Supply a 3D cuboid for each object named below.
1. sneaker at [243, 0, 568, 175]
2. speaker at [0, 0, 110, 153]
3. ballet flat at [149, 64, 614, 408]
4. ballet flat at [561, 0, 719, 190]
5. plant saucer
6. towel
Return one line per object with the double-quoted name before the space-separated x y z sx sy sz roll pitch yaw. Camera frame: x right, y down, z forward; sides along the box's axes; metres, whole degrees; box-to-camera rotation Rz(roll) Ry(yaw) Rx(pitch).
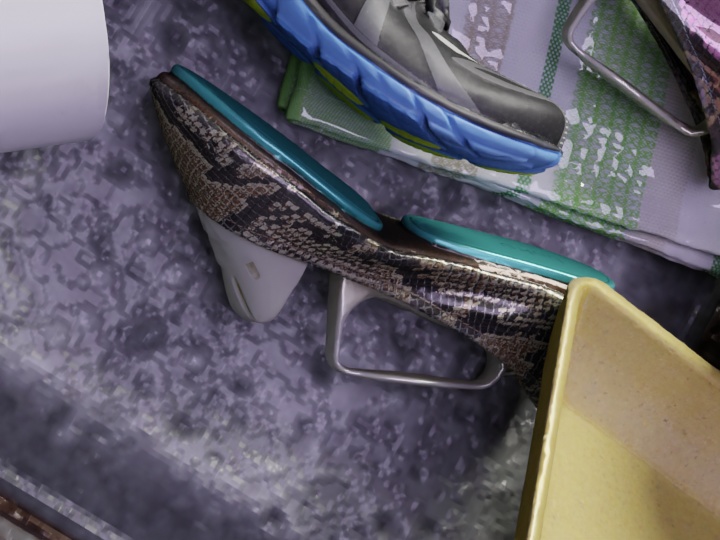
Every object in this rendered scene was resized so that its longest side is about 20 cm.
"sneaker" 0.001 -0.110 1.021 0.200 0.071 0.083 44 87 5
"speaker" -0.187 -0.068 0.965 0.199 0.081 0.081 -10 91 -21
"ballet flat" 0.000 0.000 1.046 0.200 0.068 0.075 26 99 -19
"ballet flat" 0.097 -0.114 1.063 0.071 0.069 0.200 -35 97 1
"plant saucer" 0.120 0.132 1.016 0.200 0.048 0.200 36 42 -22
"towel" 0.077 -0.094 1.099 0.200 0.031 0.150 18 79 -17
